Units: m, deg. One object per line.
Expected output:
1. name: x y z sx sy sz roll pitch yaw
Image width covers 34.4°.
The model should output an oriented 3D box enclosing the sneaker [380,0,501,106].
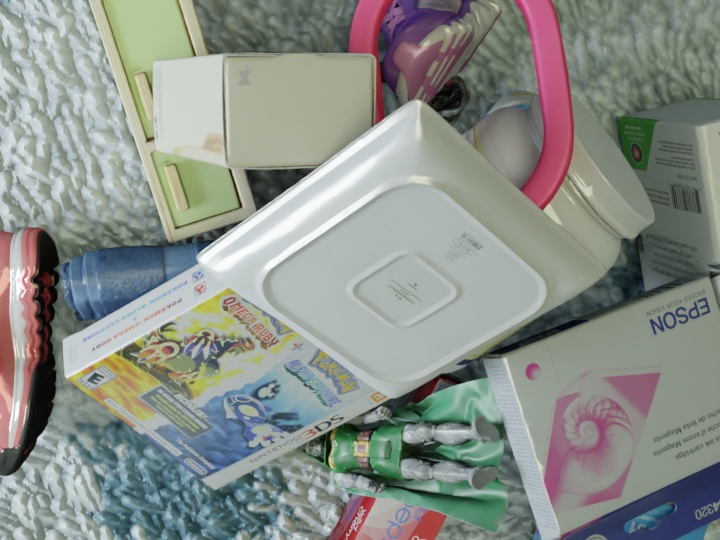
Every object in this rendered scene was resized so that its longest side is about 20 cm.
1. sneaker: 0.043 -0.186 0.897 0.088 0.200 0.081 38 116 0

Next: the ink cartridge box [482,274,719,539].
1. ink cartridge box: 0.215 0.127 0.911 0.196 0.043 0.200 -20 92 -20

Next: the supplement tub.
1. supplement tub: 0.101 -0.030 0.868 0.200 0.145 0.145 -36 107 22

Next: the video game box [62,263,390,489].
1. video game box: -0.096 0.077 0.909 0.182 0.047 0.200 -31 134 11

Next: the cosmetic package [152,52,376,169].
1. cosmetic package: -0.073 -0.112 0.801 0.105 0.200 0.071 -4 100 -20

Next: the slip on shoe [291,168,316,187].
1. slip on shoe: 0.000 0.000 0.978 0.061 0.074 0.200 -13 115 29

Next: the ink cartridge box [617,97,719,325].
1. ink cartridge box: 0.299 -0.038 0.987 0.084 0.146 0.200 -15 104 -11

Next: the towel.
1. towel: -0.131 0.004 0.920 0.200 0.112 0.049 -4 79 -10

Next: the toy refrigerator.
1. toy refrigerator: -0.147 -0.130 0.914 0.076 0.070 0.200 -18 104 -9

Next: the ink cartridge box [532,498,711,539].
1. ink cartridge box: 0.211 0.271 1.025 0.085 0.145 0.200 14 97 -14

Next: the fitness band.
1. fitness band: 0.066 -0.120 0.775 0.143 0.037 0.200 -9 88 11

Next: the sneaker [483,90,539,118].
1. sneaker: 0.109 -0.056 0.980 0.076 0.081 0.200 25 115 -4

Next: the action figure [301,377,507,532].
1. action figure: 0.027 0.148 0.952 0.055 0.200 0.118 18 71 -43

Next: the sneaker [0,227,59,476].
1. sneaker: -0.292 0.062 0.929 0.087 0.074 0.200 5 96 1

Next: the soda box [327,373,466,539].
1. soda box: 0.043 0.186 1.016 0.070 0.063 0.200 26 94 -15

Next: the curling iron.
1. curling iron: -0.003 -0.156 0.962 0.200 0.026 0.050 11 95 -13

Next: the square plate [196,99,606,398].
1. square plate: 0.028 0.004 0.768 0.198 0.028 0.200 -33 127 29
